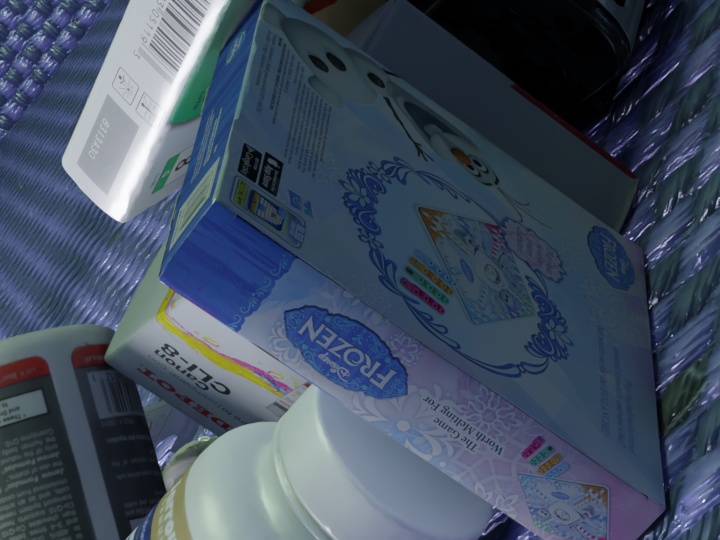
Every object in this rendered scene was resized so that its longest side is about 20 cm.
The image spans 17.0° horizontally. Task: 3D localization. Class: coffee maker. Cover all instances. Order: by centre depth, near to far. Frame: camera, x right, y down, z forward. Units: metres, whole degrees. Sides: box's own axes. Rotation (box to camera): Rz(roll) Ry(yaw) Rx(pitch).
[{"bbox_3d":[0.104,-0.169,1.238,0.192,0.134,0.201,100,-163,-62],"label":"coffee maker"}]

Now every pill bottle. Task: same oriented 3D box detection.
[{"bbox_3d":[-0.039,0.134,0.998,0.200,0.119,0.120,-49,15,29],"label":"pill bottle"},{"bbox_3d":[-0.145,0.137,1.167,0.115,0.202,0.116,-16,-10,-3],"label":"pill bottle"}]

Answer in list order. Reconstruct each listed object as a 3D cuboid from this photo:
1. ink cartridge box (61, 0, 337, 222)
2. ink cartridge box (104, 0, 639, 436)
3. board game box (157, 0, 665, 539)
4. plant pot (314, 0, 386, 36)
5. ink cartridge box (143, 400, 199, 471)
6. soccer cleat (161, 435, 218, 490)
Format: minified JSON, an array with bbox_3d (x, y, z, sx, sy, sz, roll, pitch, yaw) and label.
[{"bbox_3d":[-0.034,-0.123,1.085,0.200,0.050,0.161,-34,-17,-40],"label":"ink cartridge box"},{"bbox_3d":[0.000,0.000,1.114,0.145,0.145,0.200,-62,14,-26],"label":"ink cartridge box"},{"bbox_3d":[0.025,-0.003,0.924,0.043,0.198,0.200,-50,14,25],"label":"board game box"},{"bbox_3d":[-0.020,-0.159,1.512,0.200,0.199,0.176,170,116,-71],"label":"plant pot"},{"bbox_3d":[-0.189,0.123,1.378,0.199,0.057,0.163,-27,-23,-41],"label":"ink cartridge box"},{"bbox_3d":[-0.075,0.114,1.288,0.078,0.069,0.200,-61,11,-31],"label":"soccer cleat"}]
